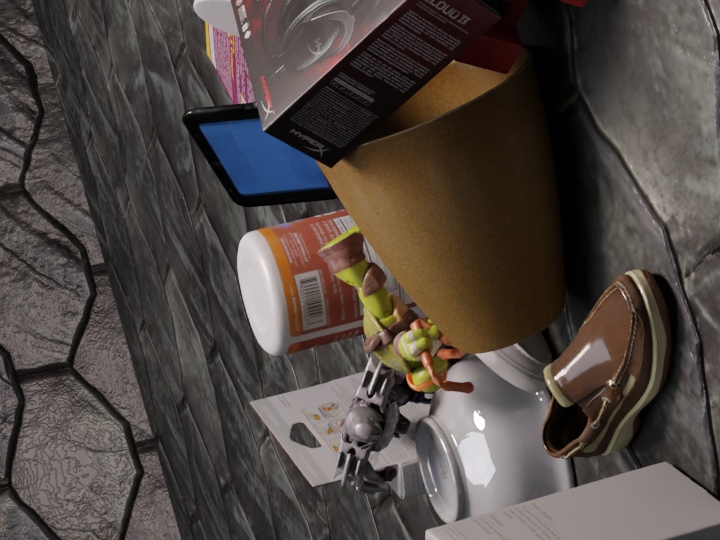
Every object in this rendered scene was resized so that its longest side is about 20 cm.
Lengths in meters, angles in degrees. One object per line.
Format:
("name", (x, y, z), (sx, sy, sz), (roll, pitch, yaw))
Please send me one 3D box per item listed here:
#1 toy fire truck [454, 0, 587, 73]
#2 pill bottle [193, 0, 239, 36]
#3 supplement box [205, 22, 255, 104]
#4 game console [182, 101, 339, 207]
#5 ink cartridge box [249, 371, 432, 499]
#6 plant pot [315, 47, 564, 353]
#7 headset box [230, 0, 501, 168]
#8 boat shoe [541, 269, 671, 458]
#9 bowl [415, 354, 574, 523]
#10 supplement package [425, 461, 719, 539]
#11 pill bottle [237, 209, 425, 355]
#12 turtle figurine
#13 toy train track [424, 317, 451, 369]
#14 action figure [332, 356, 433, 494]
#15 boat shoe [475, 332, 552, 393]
("toy fire truck", (0.106, -0.226, 1.563), (0.201, 0.048, 0.141), (-102, 32, -48))
("pill bottle", (-0.081, -0.314, 1.893), (0.120, 0.119, 0.201), (144, 143, -73))
("supplement box", (-0.082, -0.223, 2.146), (0.131, 0.103, 0.200), (92, 158, -43))
("game console", (-0.056, -0.075, 2.006), (0.176, 0.116, 0.200), (54, 177, 27))
("ink cartridge box", (0.007, 0.160, 2.031), (0.200, 0.172, 0.044), (-135, 34, -61))
("plant pot", (0.082, -0.044, 1.650), (0.201, 0.186, 0.186), (67, 166, -14))
("headset box", (0.007, -0.198, 1.546), (0.200, 0.077, 0.149), (-40, 45, 28))
("boat shoe", (0.175, 0.079, 1.571), (0.203, 0.074, 0.075), (96, 155, -50))
("bowl", (0.106, 0.164, 1.850), (0.201, 0.090, 0.203), (166, 90, -73))
("supplement package", (0.163, 0.230, 1.510), (0.117, 0.199, 0.118), (-143, 42, -65))
("pill bottle", (0.000, 0.000, 1.875), (0.112, 0.199, 0.113), (167, 90, -73))
("turtle figurine", (0.026, 0.040, 1.760), (0.162, 0.064, 0.200), (57, -173, -1))
("toy train track", (0.041, 0.040, 2.008), (0.200, 0.032, 0.115), (51, 146, 12))
("action figure", (0.024, 0.126, 1.884), (0.131, 0.069, 0.200), (-61, -5, 10))
("boat shoe", (0.106, 0.007, 1.765), (0.069, 0.072, 0.201), (-45, 65, 30))
